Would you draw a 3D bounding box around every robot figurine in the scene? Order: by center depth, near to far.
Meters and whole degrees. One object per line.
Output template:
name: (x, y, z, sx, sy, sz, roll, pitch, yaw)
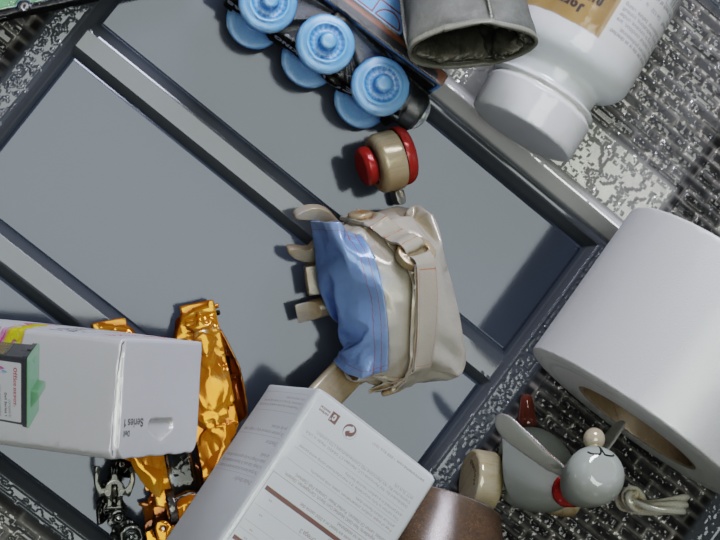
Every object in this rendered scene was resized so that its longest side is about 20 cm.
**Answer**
robot figurine: (-0.140, 0.130, 1.349, 0.144, 0.058, 0.201, -10, 92, -10)

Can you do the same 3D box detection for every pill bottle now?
pill bottle: (0.176, -0.193, 1.378, 0.114, 0.114, 0.201, 32, 85, -9)

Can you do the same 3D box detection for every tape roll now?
tape roll: (0.252, 0.066, 1.350, 0.202, 0.203, 0.139, 38, 83, -9)

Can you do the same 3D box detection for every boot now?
boot: (0.104, -0.250, 1.336, 0.181, 0.073, 0.201, -14, 50, 0)

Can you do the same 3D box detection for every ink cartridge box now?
ink cartridge box: (-0.230, 0.080, 1.250, 0.199, 0.145, 0.085, 5, 89, 17)

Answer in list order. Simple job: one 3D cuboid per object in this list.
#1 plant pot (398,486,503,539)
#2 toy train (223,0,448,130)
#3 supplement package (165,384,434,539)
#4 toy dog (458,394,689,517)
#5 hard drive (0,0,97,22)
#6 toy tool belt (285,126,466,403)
plant pot: (0.039, 0.271, 1.336, 0.186, 0.187, 0.201, 20, 72, -10)
toy train: (-0.015, -0.196, 1.359, 0.200, 0.087, 0.115, 35, 78, -9)
supplement package: (-0.060, 0.198, 1.279, 0.117, 0.117, 0.200, 38, 76, -16)
toy dog: (0.151, 0.137, 1.349, 0.131, 0.200, 0.097, 10, 77, -35)
hard drive: (-0.229, -0.272, 1.341, 0.199, 0.038, 0.141, -15, 93, -11)
toy tool belt: (0.000, 0.000, 1.342, 0.122, 0.125, 0.201, -15, 95, -16)
